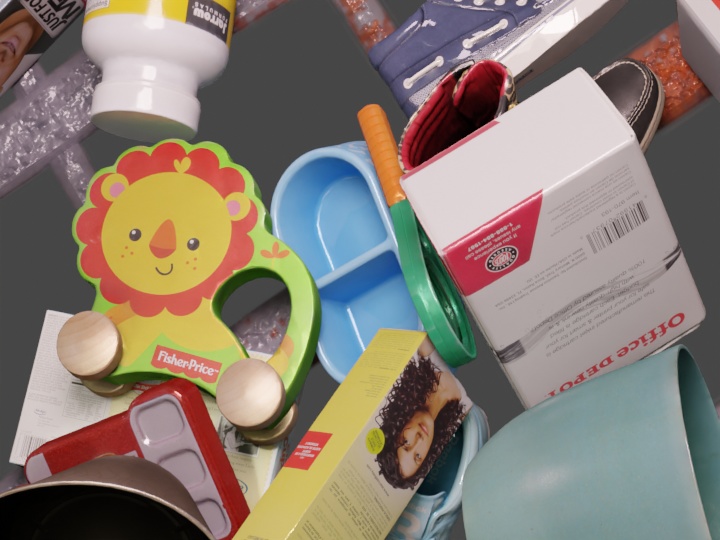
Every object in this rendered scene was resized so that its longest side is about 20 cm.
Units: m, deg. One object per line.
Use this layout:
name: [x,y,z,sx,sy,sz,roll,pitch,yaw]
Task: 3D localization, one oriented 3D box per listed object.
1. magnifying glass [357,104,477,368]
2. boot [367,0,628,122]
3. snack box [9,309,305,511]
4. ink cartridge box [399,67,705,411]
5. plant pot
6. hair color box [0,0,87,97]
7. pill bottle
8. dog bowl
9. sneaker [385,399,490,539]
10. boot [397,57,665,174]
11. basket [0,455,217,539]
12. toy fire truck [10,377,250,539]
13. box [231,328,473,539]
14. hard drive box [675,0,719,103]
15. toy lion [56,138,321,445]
magnifying glass: [0.037,-0.026,1.215,0.022,0.080,0.202,-27,63,12]
boot: [0.104,-0.183,1.304,0.199,0.073,0.091,-37,80,0]
snack box: [-0.147,0.105,1.297,0.198,0.037,0.118,11,79,12]
ink cartridge box: [0.133,-0.012,1.192,0.144,0.201,0.084,-31,46,1]
plant pot: [0.159,0.166,1.158,0.159,0.200,0.203,-16,74,17]
hair color box: [-0.284,-0.190,1.357,0.061,0.099,0.200,43,87,15]
pill bottle: [-0.148,-0.203,1.331,0.111,0.112,0.203,4,78,10]
dog bowl: [0.000,0.000,1.273,0.111,0.049,0.202,-29,72,25]
sneaker: [0.028,0.175,1.228,0.073,0.082,0.202,19,80,15]
boot: [0.119,-0.097,1.238,0.200,0.151,0.073,-42,53,1]
basket: [-0.154,0.179,1.061,0.178,0.200,0.138,2,92,0]
toy fire truck: [-0.144,0.190,1.203,0.167,0.112,0.202,-23,92,23]
box: [-0.007,0.134,1.150,0.050,0.076,0.201,4,49,45]
hard drive box: [0.336,-0.140,1.229,0.155,0.077,0.201,-31,59,-2]
toy lion: [-0.117,0.005,1.264,0.198,0.069,0.194,16,76,15]
